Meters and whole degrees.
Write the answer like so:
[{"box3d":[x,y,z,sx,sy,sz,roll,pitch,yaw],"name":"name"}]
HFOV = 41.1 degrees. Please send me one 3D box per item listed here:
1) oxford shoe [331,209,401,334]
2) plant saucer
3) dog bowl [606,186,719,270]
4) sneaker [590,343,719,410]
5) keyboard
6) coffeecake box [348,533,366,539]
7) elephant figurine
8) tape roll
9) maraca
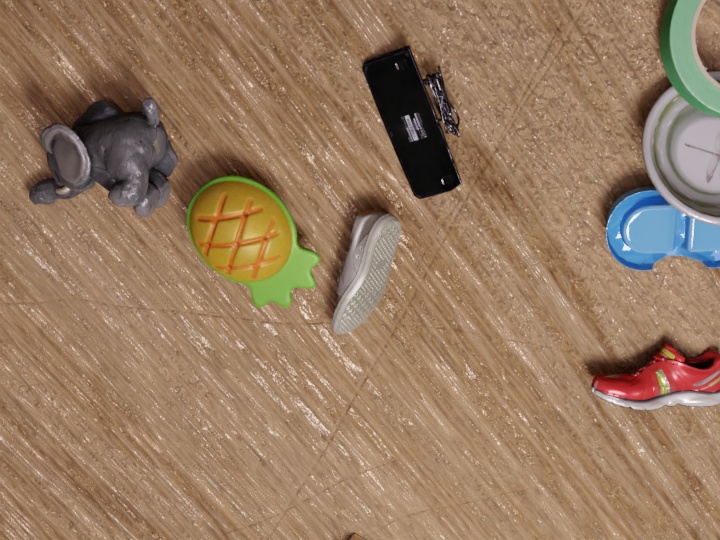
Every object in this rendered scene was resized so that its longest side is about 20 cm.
[{"box3d":[0.000,0.000,1.323,0.058,0.075,0.201,39,125,31],"name":"oxford shoe"},{"box3d":[0.451,-0.150,1.218,0.199,0.050,0.201,0,79,0],"name":"plant saucer"},{"box3d":[0.424,-0.062,1.281,0.199,0.050,0.112,-2,112,4],"name":"dog bowl"},{"box3d":[0.420,0.144,1.359,0.199,0.077,0.085,-3,107,-8],"name":"sneaker"},{"box3d":[0.084,-0.196,1.257,0.104,0.040,0.201,-10,114,32],"name":"keyboard"},{"box3d":[-0.003,0.542,1.530,0.153,0.073,0.200,32,110,-10],"name":"coffeecake box"},{"box3d":[-0.350,-0.150,1.243,0.199,0.142,0.156,16,84,13],"name":"elephant figurine"},{"box3d":[0.468,-0.286,1.164,0.199,0.048,0.202,0,98,2],"name":"tape roll"},{"box3d":[-0.144,-0.037,1.283,0.137,0.107,0.200,-36,107,18],"name":"maraca"}]
